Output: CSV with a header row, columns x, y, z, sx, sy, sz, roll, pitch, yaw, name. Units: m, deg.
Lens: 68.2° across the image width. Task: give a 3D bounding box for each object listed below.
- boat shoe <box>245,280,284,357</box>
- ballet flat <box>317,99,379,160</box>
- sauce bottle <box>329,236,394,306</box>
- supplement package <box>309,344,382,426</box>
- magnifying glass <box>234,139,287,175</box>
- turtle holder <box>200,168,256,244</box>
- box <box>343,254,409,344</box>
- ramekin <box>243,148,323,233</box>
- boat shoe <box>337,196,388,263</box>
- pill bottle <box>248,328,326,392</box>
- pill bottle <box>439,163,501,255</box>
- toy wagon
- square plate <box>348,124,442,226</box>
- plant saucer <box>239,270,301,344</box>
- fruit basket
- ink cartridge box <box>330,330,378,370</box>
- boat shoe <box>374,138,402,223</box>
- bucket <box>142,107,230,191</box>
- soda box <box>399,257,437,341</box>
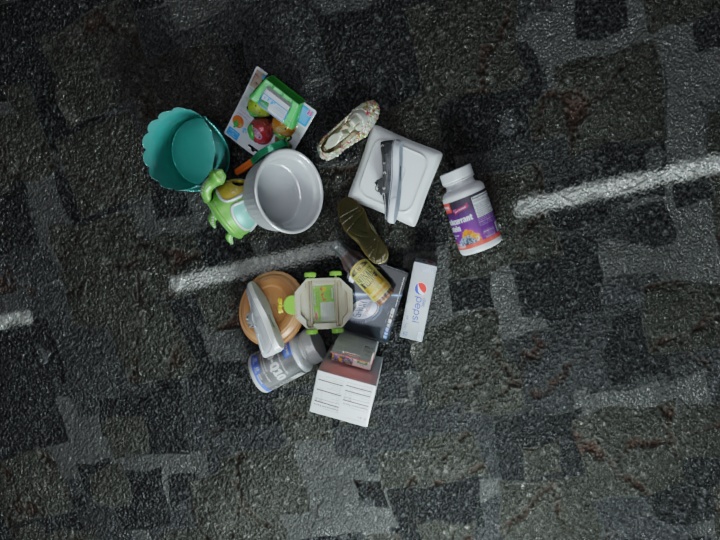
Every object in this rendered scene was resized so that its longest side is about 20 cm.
x,y,z,sx,sy,sz,roll,pitch,yaw,name
-0.262,0.127,1.376,0.067,0.072,0.204,-28,77,7,boat shoe
-0.030,-0.352,1.343,0.199,0.064,0.076,-42,89,12,ballet flat
0.000,0.000,1.355,0.200,0.066,0.066,44,103,-2,sauce bottle
-0.032,0.293,1.387,0.151,0.200,0.114,13,101,5,supplement package
-0.259,-0.286,1.356,0.197,0.079,0.023,-16,103,43,magnifying glass
-0.333,-0.180,1.371,0.130,0.141,0.188,-33,111,4,turtle holder
0.028,0.073,1.420,0.156,0.044,0.206,18,102,4,box
-0.198,-0.194,1.332,0.096,0.197,0.207,1,104,50,ramekin
0.007,-0.098,1.382,0.071,0.066,0.203,-35,75,1,boat shoe
-0.197,0.239,1.445,0.196,0.114,0.116,-28,95,12,pill bottle
0.267,-0.152,1.312,0.109,0.111,0.205,-20,96,11,pill bottle
-0.117,0.084,1.374,0.193,0.040,0.161,-2,87,-4,toy wagon
0.086,-0.242,1.365,0.195,0.028,0.203,22,102,4,square plate
-0.239,0.100,1.425,0.194,0.032,0.207,-5,74,16,plant saucer
-0.235,-0.376,1.353,0.183,0.094,0.201,35,112,-8,fruit basket
-0.016,0.211,1.370,0.106,0.200,0.052,14,102,5,ink cartridge box
0.067,-0.222,1.324,0.064,0.070,0.207,5,100,15,boat shoe
-0.440,-0.308,1.373,0.200,0.135,0.214,2,100,9,bucket
0.152,0.075,1.390,0.061,0.068,0.206,11,101,7,soda box
